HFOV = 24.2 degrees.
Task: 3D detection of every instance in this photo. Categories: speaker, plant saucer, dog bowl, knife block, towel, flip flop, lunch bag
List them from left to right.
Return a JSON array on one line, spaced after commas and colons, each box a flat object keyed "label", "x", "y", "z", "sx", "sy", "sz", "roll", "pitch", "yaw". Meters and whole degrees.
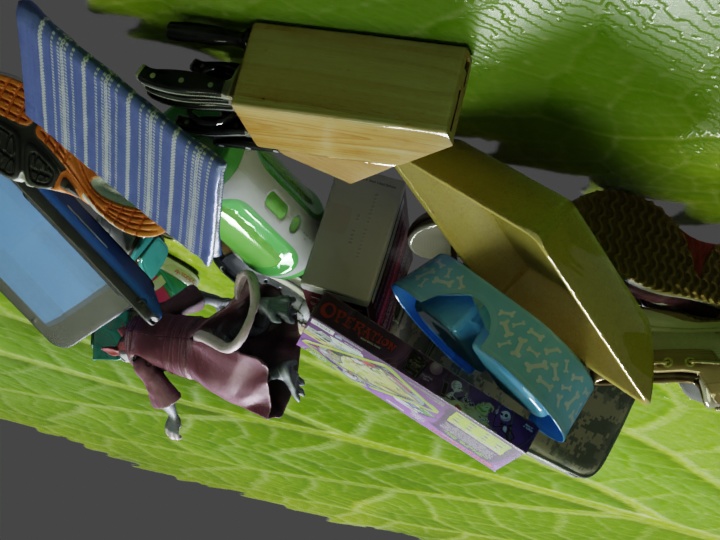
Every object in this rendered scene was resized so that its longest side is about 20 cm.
[{"label": "towel", "x": -0.173, "y": -0.101, "z": 1.221, "sx": 0.199, "sy": 0.024, "sz": 0.145, "roll": 39, "pitch": 154, "yaw": 13}, {"label": "speaker", "x": -0.093, "y": -0.062, "z": 1.342, "sx": 0.088, "sy": 0.089, "sz": 0.200, "roll": 6, "pitch": 162, "yaw": 24}, {"label": "knife block", "x": -0.046, "y": -0.126, "z": 1.130, "sx": 0.174, "sy": 0.065, "sz": 0.199, "roll": 22, "pitch": 162, "yaw": -26}, {"label": "dog bowl", "x": 0.106, "y": 0.055, "z": 1.325, "sx": 0.200, "sy": 0.050, "sz": 0.112, "roll": 39, "pitch": 169, "yaw": 43}, {"label": "lunch bag", "x": 0.131, "y": 0.082, "z": 1.530, "sx": 0.199, "sy": 0.140, "sz": 0.167, "roll": 26, "pitch": 177, "yaw": -27}, {"label": "flip flop", "x": 0.121, "y": -0.005, "z": 1.378, "sx": 0.198, "sy": 0.058, "sz": 0.081, "roll": 14, "pitch": 166, "yaw": 31}, {"label": "plant saucer", "x": 0.126, "y": -0.013, "z": 1.226, "sx": 0.200, "sy": 0.048, "sz": 0.200, "roll": 35, "pitch": 167, "yaw": 50}]

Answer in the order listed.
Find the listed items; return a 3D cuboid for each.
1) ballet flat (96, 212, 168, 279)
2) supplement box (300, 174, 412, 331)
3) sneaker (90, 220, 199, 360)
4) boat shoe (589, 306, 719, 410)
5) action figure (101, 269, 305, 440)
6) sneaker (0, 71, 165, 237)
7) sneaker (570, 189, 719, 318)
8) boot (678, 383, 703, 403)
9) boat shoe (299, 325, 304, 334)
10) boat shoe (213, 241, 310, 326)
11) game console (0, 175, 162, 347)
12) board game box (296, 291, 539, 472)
[{"label": "ballet flat", "x": -0.217, "y": -0.039, "z": 1.569, "sx": 0.069, "sy": 0.070, "sz": 0.200, "roll": 15, "pitch": 164, "yaw": -2}, {"label": "supplement box", "x": 0.000, "y": 0.000, "z": 1.419, "sx": 0.060, "sy": 0.110, "sz": 0.200, "roll": 15, "pitch": 163, "yaw": 9}, {"label": "sneaker", "x": -0.256, "y": 0.028, "z": 1.699, "sx": 0.083, "sy": 0.122, "sz": 0.199, "roll": -3, "pitch": 156, "yaw": 44}, {"label": "boat shoe", "x": 0.271, "y": 0.073, "z": 1.281, "sx": 0.198, "sy": 0.067, "sz": 0.074, "roll": 7, "pitch": 168, "yaw": 16}, {"label": "action figure", "x": -0.150, "y": 0.074, "z": 1.480, "sx": 0.198, "sy": 0.135, "sz": 0.149, "roll": 3, "pitch": 165, "yaw": 24}, {"label": "sneaker", "x": -0.233, "y": -0.098, "z": 1.368, "sx": 0.199, "sy": 0.076, "sz": 0.092, "roll": 33, "pitch": -167, "yaw": -10}, {"label": "sneaker", "x": 0.226, "y": 0.001, "z": 1.299, "sx": 0.199, "sy": 0.076, "sz": 0.090, "roll": 22, "pitch": 156, "yaw": -22}, {"label": "boot", "x": 0.352, "y": 0.076, "z": 1.443, "sx": 0.180, "sy": 0.073, "sz": 0.200, "roll": -2, "pitch": 161, "yaw": 19}, {"label": "boat shoe", "x": -0.026, "y": 0.031, "z": 1.616, "sx": 0.198, "sy": 0.073, "sz": 0.072, "roll": 12, "pitch": 162, "yaw": 20}, {"label": "boat shoe", "x": -0.052, "y": 0.016, "z": 1.545, "sx": 0.199, "sy": 0.075, "sz": 0.062, "roll": 34, "pitch": 138, "yaw": -22}, {"label": "game console", "x": -0.283, "y": -0.012, "z": 1.461, "sx": 0.200, "sy": 0.118, "sz": 0.171, "roll": 48, "pitch": -179, "yaw": -18}, {"label": "board game box", "x": 0.042, "y": 0.092, "z": 1.352, "sx": 0.199, "sy": 0.032, "sz": 0.120, "roll": 33, "pitch": 160, "yaw": 0}]
